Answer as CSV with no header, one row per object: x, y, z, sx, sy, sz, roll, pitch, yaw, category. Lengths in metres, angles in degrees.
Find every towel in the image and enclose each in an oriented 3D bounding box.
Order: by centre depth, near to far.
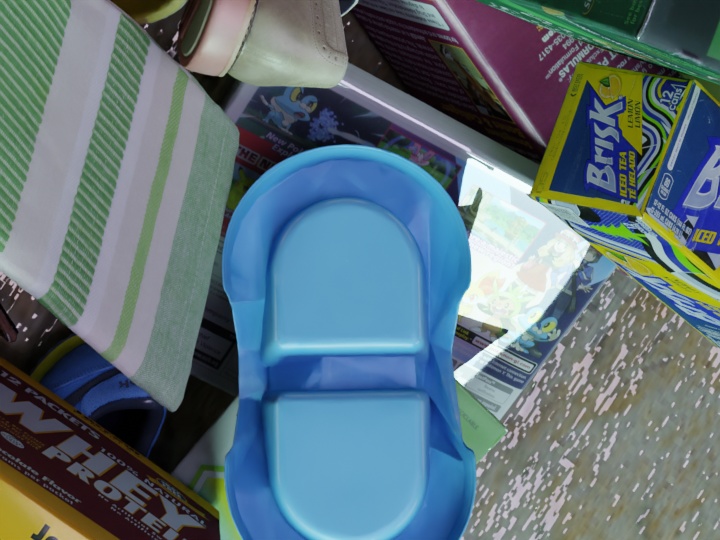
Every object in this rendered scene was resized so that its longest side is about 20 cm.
-0.125,-0.054,1.169,0.200,0.023,0.153,43,46,-42,towel

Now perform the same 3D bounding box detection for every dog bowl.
-0.006,0.047,1.251,0.111,0.050,0.201,-1,81,-4,dog bowl

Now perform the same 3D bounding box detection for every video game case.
0.000,0.000,1.325,0.199,0.023,0.183,28,120,-14,video game case

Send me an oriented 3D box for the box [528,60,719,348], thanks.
0.159,-0.022,1.282,0.200,0.064,0.070,35,72,-51,box

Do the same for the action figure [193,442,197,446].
-0.010,0.162,1.393,0.200,0.102,0.119,46,110,9,action figure

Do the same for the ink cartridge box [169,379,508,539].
-0.036,0.116,1.311,0.104,0.059,0.200,43,105,6,ink cartridge box

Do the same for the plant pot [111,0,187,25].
-0.126,-0.224,1.201,0.200,0.200,0.142,43,62,-29,plant pot

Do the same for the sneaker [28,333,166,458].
-0.156,0.124,1.315,0.066,0.078,0.201,28,98,-31,sneaker

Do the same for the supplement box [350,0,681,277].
0.085,-0.110,1.356,0.103,0.131,0.200,-44,119,-12,supplement box

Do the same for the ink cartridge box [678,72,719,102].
0.200,-0.148,1.351,0.076,0.201,0.148,-24,139,23,ink cartridge box

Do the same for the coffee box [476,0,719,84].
0.117,-0.114,1.184,0.123,0.200,0.044,18,95,-31,coffee box

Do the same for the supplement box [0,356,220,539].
-0.168,0.167,1.189,0.133,0.197,0.200,35,95,-8,supplement box

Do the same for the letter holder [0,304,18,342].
-0.209,-0.051,1.212,0.100,0.142,0.200,-38,117,-14,letter holder

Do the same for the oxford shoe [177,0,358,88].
-0.037,-0.138,1.257,0.073,0.200,0.071,19,126,-12,oxford shoe
